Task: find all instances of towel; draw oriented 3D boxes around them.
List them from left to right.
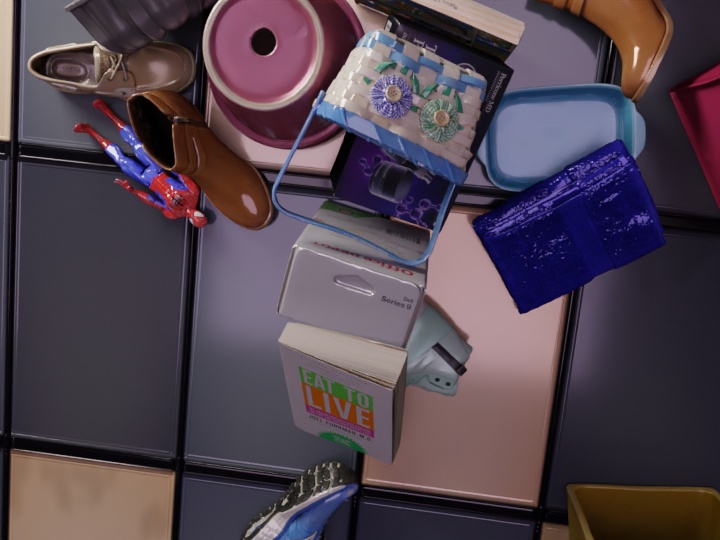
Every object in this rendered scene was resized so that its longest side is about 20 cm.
[{"bbox_3d":[0.248,-0.043,0.849,0.198,0.050,0.148,-28,110,16],"label":"towel"}]

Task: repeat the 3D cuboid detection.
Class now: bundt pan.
[{"bbox_3d":[-0.224,-0.312,0.805,0.200,0.203,0.076,-27,119,8],"label":"bundt pan"}]

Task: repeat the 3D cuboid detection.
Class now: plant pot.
[{"bbox_3d":[-0.091,-0.238,0.804,0.197,0.179,0.203,1,100,5],"label":"plant pot"},{"bbox_3d":[0.357,0.400,0.865,0.193,0.194,0.203,1,104,4],"label":"plant pot"}]

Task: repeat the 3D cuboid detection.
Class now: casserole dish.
[{"bbox_3d":[0.236,-0.158,0.861,0.197,0.039,0.123,-2,99,6],"label":"casserole dish"}]

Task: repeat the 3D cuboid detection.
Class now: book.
[{"bbox_3d":[-0.018,0.139,0.801,0.132,0.201,0.048,17,55,14],"label":"book"}]

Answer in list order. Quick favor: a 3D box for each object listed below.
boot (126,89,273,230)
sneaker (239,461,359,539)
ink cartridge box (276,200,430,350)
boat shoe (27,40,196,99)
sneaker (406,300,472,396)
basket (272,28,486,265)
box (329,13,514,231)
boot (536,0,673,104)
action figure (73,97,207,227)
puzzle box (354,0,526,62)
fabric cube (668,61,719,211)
[{"bbox_3d":[-0.184,-0.126,0.840,0.076,0.155,0.201,-30,95,8],"label":"boot"},{"bbox_3d":[-0.070,0.332,0.949,0.200,0.079,0.089,-42,101,17],"label":"sneaker"},{"bbox_3d":[0.000,0.000,0.818,0.144,0.200,0.088,17,108,1],"label":"ink cartridge box"},{"bbox_3d":[-0.302,-0.247,0.876,0.197,0.065,0.073,2,99,4],"label":"boat shoe"},{"bbox_3d":[0.055,0.147,0.903,0.118,0.074,0.201,38,99,-1],"label":"sneaker"},{"bbox_3d":[0.022,-0.123,0.714,0.174,0.139,0.202,20,104,-13],"label":"basket"},{"bbox_3d":[0.064,-0.164,0.818,0.140,0.079,0.202,16,114,-15],"label":"box"},{"bbox_3d":[0.273,-0.298,0.819,0.153,0.074,0.203,11,85,4],"label":"boot"},{"bbox_3d":[-0.270,-0.126,0.904,0.200,0.052,0.066,43,96,-5],"label":"action figure"},{"bbox_3d":[0.082,-0.290,0.806,0.198,0.133,0.026,23,99,2],"label":"puzzle box"},{"bbox_3d":[0.487,-0.160,0.762,0.198,0.196,0.202,-25,97,10],"label":"fabric cube"}]
